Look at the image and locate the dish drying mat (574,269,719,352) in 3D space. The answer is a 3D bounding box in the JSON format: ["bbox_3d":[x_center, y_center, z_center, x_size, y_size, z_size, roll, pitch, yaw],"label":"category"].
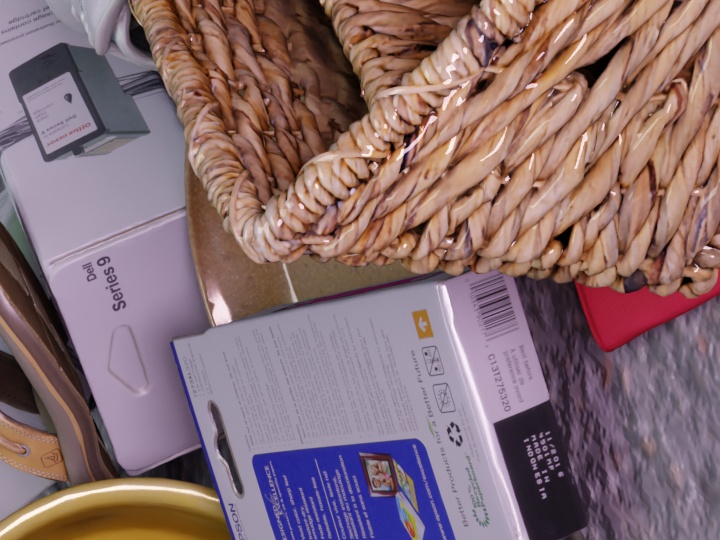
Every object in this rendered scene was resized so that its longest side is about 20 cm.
[{"bbox_3d":[0.107,-0.036,0.693,0.200,0.018,0.077,143,119,-63],"label":"dish drying mat"}]

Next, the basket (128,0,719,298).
[{"bbox_3d":[0.026,-0.102,0.681,0.200,0.148,0.143,-113,33,-53],"label":"basket"}]

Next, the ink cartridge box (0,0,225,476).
[{"bbox_3d":[-0.114,-0.030,1.083,0.146,0.084,0.200,75,171,-46],"label":"ink cartridge box"}]

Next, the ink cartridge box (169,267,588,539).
[{"bbox_3d":[0.000,0.056,0.851,0.200,0.037,0.095,-13,95,56],"label":"ink cartridge box"}]

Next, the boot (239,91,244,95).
[{"bbox_3d":[-0.037,-0.119,0.950,0.091,0.072,0.200,68,153,24],"label":"boot"}]

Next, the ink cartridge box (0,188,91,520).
[{"bbox_3d":[-0.203,0.060,1.192,0.144,0.084,0.200,-38,19,26],"label":"ink cartridge box"}]

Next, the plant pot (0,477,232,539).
[{"bbox_3d":[-0.097,0.206,1.029,0.189,0.199,0.202,106,154,-73],"label":"plant pot"}]

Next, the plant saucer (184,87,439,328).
[{"bbox_3d":[0.000,0.000,0.890,0.200,0.035,0.201,34,133,46],"label":"plant saucer"}]

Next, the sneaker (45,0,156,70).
[{"bbox_3d":[-0.089,-0.112,0.908,0.200,0.070,0.081,159,120,-69],"label":"sneaker"}]

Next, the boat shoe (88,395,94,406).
[{"bbox_3d":[-0.202,0.079,1.382,0.201,0.071,0.061,132,134,-57],"label":"boat shoe"}]

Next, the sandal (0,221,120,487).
[{"bbox_3d":[-0.147,0.058,1.029,0.080,0.054,0.201,-119,10,-47],"label":"sandal"}]
